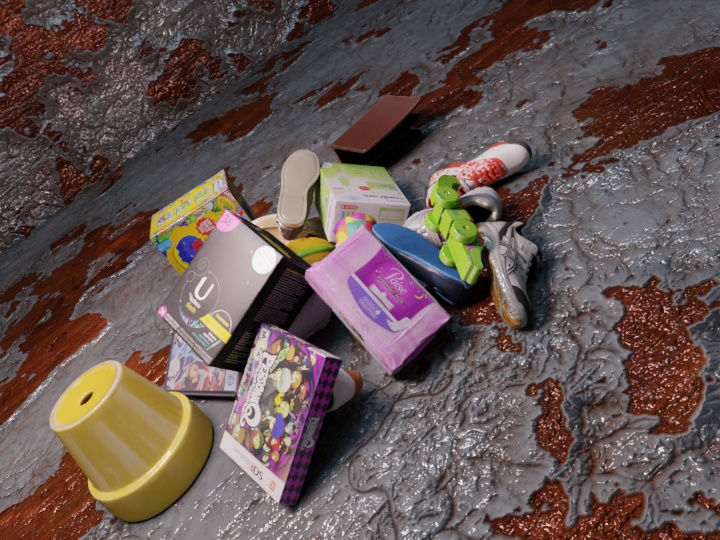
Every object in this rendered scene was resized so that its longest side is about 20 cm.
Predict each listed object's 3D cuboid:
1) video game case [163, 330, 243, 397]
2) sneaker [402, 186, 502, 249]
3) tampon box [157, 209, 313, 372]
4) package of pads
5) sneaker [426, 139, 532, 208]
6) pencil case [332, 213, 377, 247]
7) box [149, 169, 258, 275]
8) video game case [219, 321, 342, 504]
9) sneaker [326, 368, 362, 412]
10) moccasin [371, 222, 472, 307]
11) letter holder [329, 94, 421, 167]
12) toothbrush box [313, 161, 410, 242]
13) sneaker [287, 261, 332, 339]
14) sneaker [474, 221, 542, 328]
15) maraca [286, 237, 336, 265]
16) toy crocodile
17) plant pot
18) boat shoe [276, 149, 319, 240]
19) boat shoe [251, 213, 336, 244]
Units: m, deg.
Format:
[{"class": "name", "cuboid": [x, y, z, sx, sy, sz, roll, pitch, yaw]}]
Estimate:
[{"class": "video game case", "cuboid": [-0.272, 0.133, 1.114, 0.198, 0.025, 0.183, -7, 71, 36]}, {"class": "sneaker", "cuboid": [0.145, -0.075, 1.028, 0.199, 0.082, 0.088, -30, 8, 7]}, {"class": "tampon box", "cuboid": [-0.190, 0.037, 0.993, 0.149, 0.126, 0.201, 36, 93, 30]}, {"class": "package of pads", "cuboid": [0.024, 0.041, 0.909, 0.120, 0.076, 0.200, -40, 77, -13]}, {"class": "sneaker", "cuboid": [0.210, -0.161, 1.126, 0.200, 0.067, 0.108, -13, 38, 36]}, {"class": "pencil case", "cuboid": [0.000, 0.000, 1.034, 0.088, 0.088, 0.202, -22, 49, 18]}, {"class": "box", "cuboid": [-0.313, -0.070, 1.344, 0.192, 0.201, 0.122, -33, 31, 2]}, {"class": "video game case", "cuboid": [-0.117, 0.192, 0.876, 0.180, 0.036, 0.202, 18, 89, 50]}, {"class": "sneaker", "cuboid": [-0.074, 0.181, 0.936, 0.084, 0.074, 0.199, -14, 3, -44]}, {"class": "moccasin", "cuboid": [0.084, -0.007, 0.972, 0.080, 0.069, 0.200, -19, 43, -35]}, {"class": "letter holder", "cuboid": [0.057, -0.300, 1.422, 0.200, 0.101, 0.142, -45, 35, -19]}, {"class": "toothbrush box", "cuboid": [-0.004, -0.132, 1.198, 0.144, 0.087, 0.201, 2, 30, -15]}, {"class": "sneaker", "cuboid": [-0.099, 0.085, 1.067, 0.201, 0.080, 0.076, -52, 25, 8]}, {"class": "sneaker", "cuboid": [0.224, -0.006, 0.895, 0.087, 0.076, 0.201, -8, 45, 0]}, {"class": "maraca", "cuboid": [-0.122, 0.005, 1.134, 0.198, 0.137, 0.108, -21, 66, -8]}, {"class": "toy crocodile", "cuboid": [0.144, -0.066, 0.933, 0.061, 0.068, 0.201, -1, 46, -16]}, {"class": "plant pot", "cuboid": [-0.365, 0.250, 0.968, 0.199, 0.190, 0.202, -24, 32, 16]}, {"class": "boat shoe", "cuboid": [-0.121, -0.148, 1.193, 0.071, 0.060, 0.202, 10, 53, -5]}, {"class": "boat shoe", "cuboid": [-0.120, -0.060, 1.207, 0.198, 0.074, 0.070, 2, 40, -17]}]
